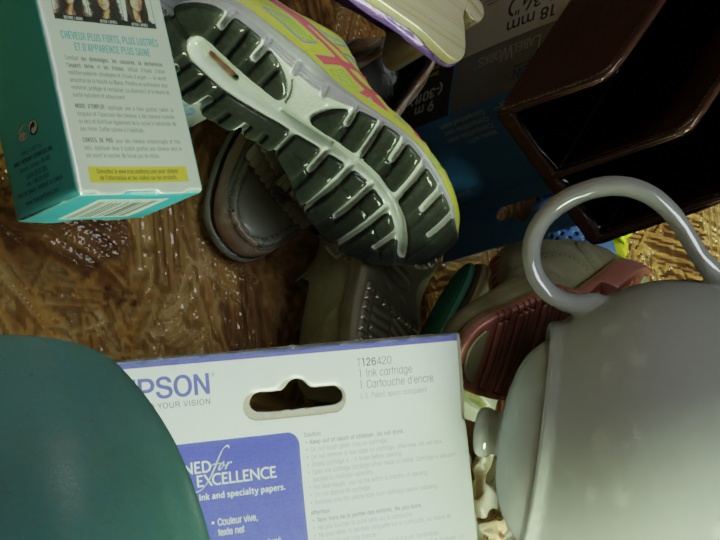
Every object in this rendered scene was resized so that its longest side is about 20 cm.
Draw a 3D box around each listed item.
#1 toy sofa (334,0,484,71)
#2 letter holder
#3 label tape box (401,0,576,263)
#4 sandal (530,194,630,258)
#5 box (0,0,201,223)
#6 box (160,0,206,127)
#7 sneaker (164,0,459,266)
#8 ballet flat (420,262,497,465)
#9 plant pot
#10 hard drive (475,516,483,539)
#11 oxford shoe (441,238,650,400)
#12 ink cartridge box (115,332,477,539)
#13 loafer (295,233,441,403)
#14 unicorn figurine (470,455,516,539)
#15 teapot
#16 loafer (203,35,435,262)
[{"bbox_3d":[-0.028,-0.181,0.770,0.199,0.082,0.099,27,61,-30],"label":"toy sofa"},{"bbox_3d":[0.192,-0.130,0.793,0.101,0.141,0.201,50,51,-20],"label":"letter holder"},{"bbox_3d":[0.098,-0.121,0.900,0.063,0.143,0.202,30,59,-35],"label":"label tape box"},{"bbox_3d":[0.148,-0.022,0.976,0.087,0.079,0.201,37,47,-26],"label":"sandal"},{"bbox_3d":[-0.140,-0.127,0.670,0.082,0.049,0.202,-5,80,-53],"label":"box"},{"bbox_3d":[-0.126,-0.203,0.780,0.155,0.041,0.202,28,60,-36],"label":"box"},{"bbox_3d":[-0.015,-0.088,0.766,0.200,0.078,0.091,45,32,-14],"label":"sneaker"},{"bbox_3d":[0.045,0.087,0.840,0.070,0.069,0.201,47,56,-24],"label":"ballet flat"},{"bbox_3d":[-0.150,0.123,0.564,0.199,0.200,0.163,14,57,-41],"label":"plant pot"},{"bbox_3d":[-0.026,0.162,0.740,0.198,0.026,0.133,-18,91,-27],"label":"hard drive"},{"bbox_3d":[0.096,0.023,0.830,0.199,0.073,0.071,-13,128,-53],"label":"oxford shoe"},{"bbox_3d":[-0.032,0.140,0.702,0.196,0.047,0.203,-3,82,-25],"label":"ink cartridge box"},{"bbox_3d":[0.000,0.000,0.829,0.076,0.068,0.201,51,33,-27],"label":"loafer"},{"bbox_3d":[0.114,0.121,0.883,0.199,0.074,0.138,-31,144,-32],"label":"unicorn figurine"},{"bbox_3d":[0.132,0.088,0.730,0.198,0.144,0.202,91,10,-54],"label":"teapot"},{"bbox_3d":[-0.020,-0.084,0.832,0.072,0.063,0.200,54,48,-19],"label":"loafer"}]
